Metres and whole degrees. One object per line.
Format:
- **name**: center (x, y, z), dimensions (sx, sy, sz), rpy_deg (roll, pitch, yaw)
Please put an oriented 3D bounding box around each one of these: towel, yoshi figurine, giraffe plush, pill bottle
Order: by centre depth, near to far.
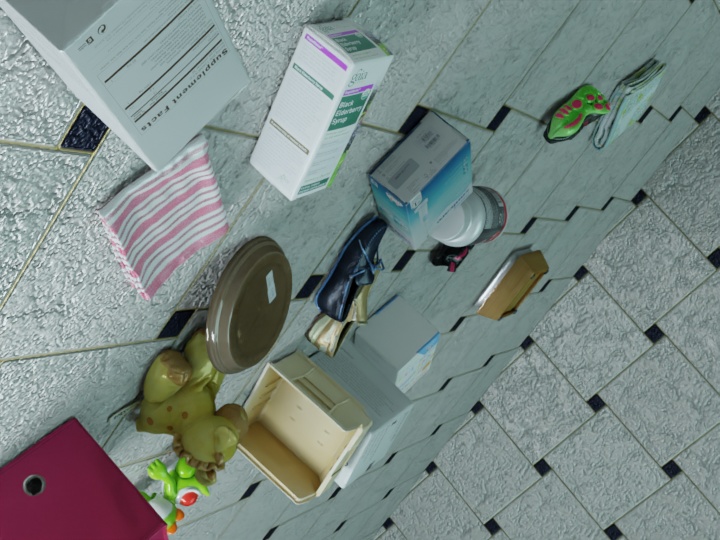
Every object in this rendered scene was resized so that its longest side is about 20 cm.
- **towel**: center (-0.217, -0.057, 1.141), dimensions (0.146, 0.030, 0.200), rpy_deg (-43, 160, -19)
- **giraffe plush**: center (-0.230, 0.209, 1.429), dimensions (0.200, 0.162, 0.173), rpy_deg (-42, 161, -19)
- **yoshi figurine**: center (-0.331, 0.362, 1.667), dimensions (0.112, 0.112, 0.200), rpy_deg (-6, -138, 53)
- **pill bottle**: center (0.190, -0.100, 1.834), dimensions (0.111, 0.111, 0.200), rpy_deg (-55, 160, 20)
- **towel**: center (0.629, -0.388, 2.337), dimensions (0.171, 0.048, 0.200), rpy_deg (-36, 158, -31)

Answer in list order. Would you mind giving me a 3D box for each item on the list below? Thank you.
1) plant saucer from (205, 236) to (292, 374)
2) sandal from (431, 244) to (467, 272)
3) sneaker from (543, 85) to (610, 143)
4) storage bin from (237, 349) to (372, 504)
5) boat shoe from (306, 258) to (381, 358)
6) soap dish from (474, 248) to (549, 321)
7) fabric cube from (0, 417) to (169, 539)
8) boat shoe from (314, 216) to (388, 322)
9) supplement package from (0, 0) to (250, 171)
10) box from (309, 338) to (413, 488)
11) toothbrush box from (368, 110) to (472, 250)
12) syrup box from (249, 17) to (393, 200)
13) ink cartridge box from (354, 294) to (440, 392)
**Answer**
- **plant saucer**: center (-0.149, 0.052, 1.393), dimensions (0.200, 0.029, 0.201), rpy_deg (-47, 146, -47)
- **sandal**: center (0.202, -0.027, 2.107), dimensions (0.075, 0.045, 0.200), rpy_deg (-51, 161, 9)
- **sneaker**: center (0.438, -0.317, 2.041), dimensions (0.200, 0.077, 0.084), rpy_deg (-30, 172, -36)
- **storage bin**: center (-0.110, 0.284, 1.799), dimensions (0.094, 0.198, 0.200), rpy_deg (-26, 152, -56)
- **boat shoe**: center (-0.013, 0.069, 1.771), dimensions (0.200, 0.076, 0.072), rpy_deg (-56, 159, 22)
- **soap dish**: center (0.402, 0.039, 2.632), dimensions (0.200, 0.081, 0.157), rpy_deg (-55, 160, 23)
- **fabric cube**: center (-0.388, 0.359, 1.324), dimensions (0.196, 0.199, 0.200), rpy_deg (-37, 159, -27)
- **boat shoe**: center (0.000, 0.000, 1.674), dimensions (0.084, 0.069, 0.200), rpy_deg (-23, 149, -51)
- **supplement package**: center (-0.188, -0.193, 0.788), dimensions (0.120, 0.121, 0.200), rpy_deg (-46, 162, -8)
- **box**: center (-0.033, 0.276, 1.947), dimensions (0.131, 0.200, 0.199), rpy_deg (-31, 155, -40)
- **toothbrush box**: center (0.101, -0.139, 1.596), dimensions (0.146, 0.085, 0.200), rpy_deg (-46, 161, -8)
- **syrup box**: center (-0.048, -0.189, 1.173), dimensions (0.079, 0.081, 0.200), rpy_deg (-27, 153, -49)
- **ink cartridge box**: center (0.070, 0.173, 2.086), dimensions (0.128, 0.125, 0.200), rpy_deg (-40, 159, -23)
